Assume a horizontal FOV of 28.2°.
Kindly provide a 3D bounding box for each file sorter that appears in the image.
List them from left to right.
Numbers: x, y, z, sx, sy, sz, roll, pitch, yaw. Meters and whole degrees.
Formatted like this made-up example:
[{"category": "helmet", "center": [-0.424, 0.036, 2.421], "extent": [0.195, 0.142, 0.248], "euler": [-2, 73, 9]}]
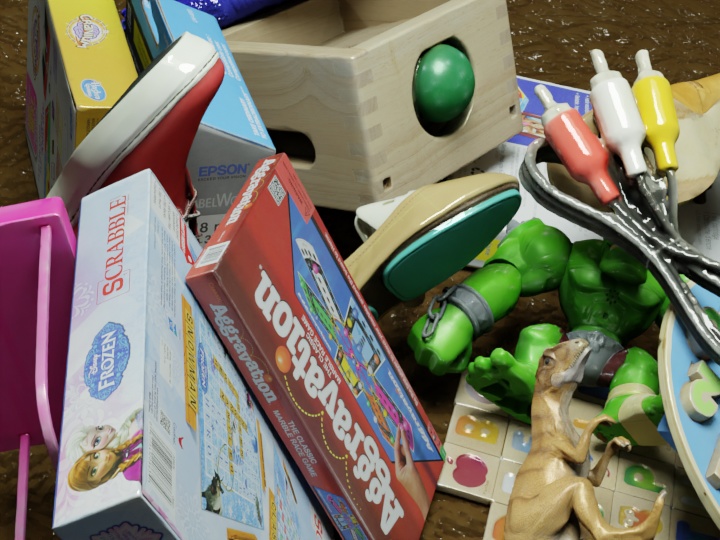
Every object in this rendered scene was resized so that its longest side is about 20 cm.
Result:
[{"category": "file sorter", "center": [-0.212, 0.078, 0.632], "extent": [0.197, 0.140, 0.126], "euler": [-11, 42, 0]}]

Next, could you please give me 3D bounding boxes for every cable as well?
[{"category": "cable", "center": [0.153, -0.028, 0.761], "extent": [0.096, 0.051, 0.202], "euler": [-20, 60, -9]}]

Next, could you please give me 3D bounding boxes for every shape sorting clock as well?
[{"category": "shape sorting clock", "center": [0.238, 0.088, 0.780], "extent": [0.198, 0.039, 0.203], "euler": [17, 57, -29]}]

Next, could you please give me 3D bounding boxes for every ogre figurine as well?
[{"category": "ogre figurine", "center": [0.137, 0.035, 0.834], "extent": [0.197, 0.099, 0.121], "euler": [7, 54, 20]}]

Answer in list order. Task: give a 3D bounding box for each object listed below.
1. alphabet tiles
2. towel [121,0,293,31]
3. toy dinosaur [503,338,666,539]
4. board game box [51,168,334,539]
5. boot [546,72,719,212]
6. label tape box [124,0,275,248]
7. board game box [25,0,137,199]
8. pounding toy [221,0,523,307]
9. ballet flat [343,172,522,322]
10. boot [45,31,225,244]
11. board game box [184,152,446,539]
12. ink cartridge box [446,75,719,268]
[{"category": "alphabet tiles", "center": [0.144, 0.114, 0.813], "extent": [0.197, 0.006, 0.167], "euler": [15, 39, 6]}, {"category": "towel", "center": [-0.069, -0.205, 1.001], "extent": [0.198, 0.050, 0.148], "euler": [-27, 6, 5]}, {"category": "toy dinosaur", "center": [0.096, 0.136, 0.736], "extent": [0.105, 0.061, 0.202], "euler": [15, 62, 14]}, {"category": "board game box", "center": [-0.066, 0.091, 0.648], "extent": [0.041, 0.201, 0.201], "euler": [-21, 38, 11]}, {"category": "boot", "center": [0.178, -0.076, 0.906], "extent": [0.199, 0.072, 0.144], "euler": [-20, 2, -20]}, {"category": "label tape box", "center": [-0.099, -0.081, 0.838], "extent": [0.062, 0.202, 0.145], "euler": [-5, 41, -19]}, {"category": "board game box", "center": [-0.171, -0.091, 0.873], "extent": [0.040, 0.154, 0.201], "euler": [-4, 41, -19]}, {"category": "pounding toy", "center": [0.007, -0.092, 0.929], "extent": [0.198, 0.144, 0.183], "euler": [11, 31, 41]}, {"category": "ballet flat", "center": [0.000, 0.000, 0.799], "extent": [0.199, 0.069, 0.063], "euler": [-41, 65, -3]}, {"category": "boot", "center": [-0.088, -0.015, 0.735], "extent": [0.144, 0.200, 0.073], "euler": [39, 39, -4]}, {"category": "board game box", "center": [-0.015, 0.053, 0.718], "extent": [0.019, 0.201, 0.103], "euler": [-13, 29, 29]}, {"category": "ink cartridge box", "center": [0.159, -0.060, 1.002], "extent": [0.197, 0.047, 0.199], "euler": [13, 37, 1]}]
